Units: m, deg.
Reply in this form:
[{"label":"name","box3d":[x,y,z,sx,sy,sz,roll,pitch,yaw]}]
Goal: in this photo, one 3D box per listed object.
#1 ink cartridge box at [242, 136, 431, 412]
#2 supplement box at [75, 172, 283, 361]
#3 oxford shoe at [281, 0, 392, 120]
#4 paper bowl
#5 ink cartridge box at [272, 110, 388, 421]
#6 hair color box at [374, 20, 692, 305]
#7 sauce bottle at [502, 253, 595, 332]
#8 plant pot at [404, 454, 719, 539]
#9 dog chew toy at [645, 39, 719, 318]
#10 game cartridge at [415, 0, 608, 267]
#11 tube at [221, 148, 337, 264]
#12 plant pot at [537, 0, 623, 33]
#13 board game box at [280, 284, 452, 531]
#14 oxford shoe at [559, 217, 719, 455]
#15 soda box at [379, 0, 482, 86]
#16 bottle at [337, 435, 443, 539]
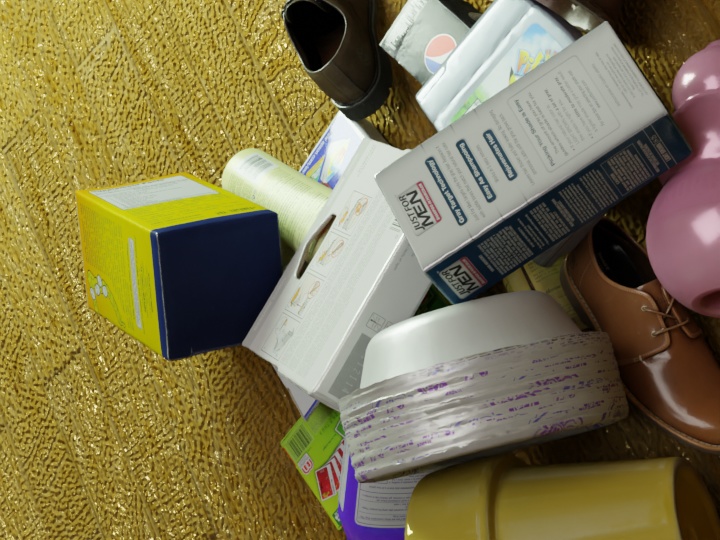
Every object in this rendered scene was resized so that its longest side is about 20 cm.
[{"label":"ink cartridge box","box3d":[0.000,0.000,1.643,0.200,0.045,0.176,-60,22,-2]},{"label":"supplement box","box3d":[-0.152,-0.007,1.791,0.200,0.109,0.110,25,123,61]},{"label":"oxford shoe","box3d":[-0.030,-0.222,1.814,0.073,0.084,0.200,-37,44,16]},{"label":"paper bowl","box3d":[0.082,0.079,1.510,0.200,0.200,0.105,-21,81,37]},{"label":"ink cartridge box","box3d":[-0.017,-0.003,1.774,0.198,0.047,0.200,-54,42,17]},{"label":"hair color box","box3d":[0.120,-0.074,1.495,0.200,0.061,0.100,-33,52,8]},{"label":"sauce bottle","box3d":[0.138,-0.006,1.647,0.066,0.066,0.200,-39,58,28]},{"label":"plant pot","box3d":[0.156,0.216,1.511,0.188,0.201,0.201,-19,68,21]},{"label":"dog chew toy","box3d":[0.263,-0.071,1.519,0.124,0.124,0.201,-17,63,38]},{"label":"game cartridge","box3d":[0.130,-0.115,1.594,0.133,0.040,0.200,-47,51,18]},{"label":"tube","box3d":[-0.044,-0.043,1.757,0.200,0.052,0.058,33,134,49]},{"label":"plant pot","box3d":[0.150,-0.309,1.626,0.200,0.200,0.199,29,93,41]},{"label":"board game box","box3d":[0.029,0.106,1.730,0.200,0.048,0.102,-53,53,21]},{"label":"oxford shoe","box3d":[0.213,0.046,1.543,0.200,0.071,0.071,53,155,23]},{"label":"soda box","box3d":[0.106,-0.146,1.699,0.200,0.071,0.063,47,113,37]},{"label":"bottle","box3d":[0.025,0.178,1.667,0.065,0.083,0.201,-112,24,-60]}]
